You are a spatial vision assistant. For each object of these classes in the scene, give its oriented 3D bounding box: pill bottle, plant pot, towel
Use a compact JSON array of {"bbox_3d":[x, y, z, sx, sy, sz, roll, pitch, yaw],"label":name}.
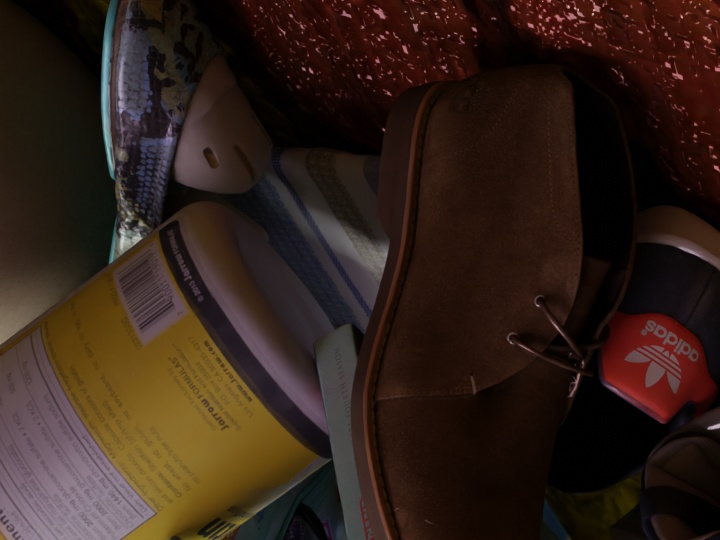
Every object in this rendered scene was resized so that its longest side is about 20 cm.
[{"bbox_3d":[-0.104,0.072,0.851,0.112,0.200,0.112,52,-171,-11],"label":"pill bottle"},{"bbox_3d":[-0.174,-0.035,0.963,0.134,0.201,0.200,10,168,-24],"label":"plant pot"},{"bbox_3d":[0.000,0.000,0.936,0.200,0.024,0.147,7,139,49],"label":"towel"}]

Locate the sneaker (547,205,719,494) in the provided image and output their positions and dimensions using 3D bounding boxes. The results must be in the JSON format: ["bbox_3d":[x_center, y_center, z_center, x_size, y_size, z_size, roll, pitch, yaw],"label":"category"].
[{"bbox_3d":[0.073,0.051,0.809,0.075,0.085,0.200,31,151,0],"label":"sneaker"}]

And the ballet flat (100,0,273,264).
[{"bbox_3d":[-0.068,-0.035,0.896,0.074,0.074,0.200,30,140,22],"label":"ballet flat"}]

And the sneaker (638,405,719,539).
[{"bbox_3d":[0.134,0.129,0.759,0.146,0.077,0.202,25,119,-23],"label":"sneaker"}]

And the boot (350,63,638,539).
[{"bbox_3d":[0.047,0.026,0.715,0.075,0.200,0.074,-11,160,39],"label":"boot"}]

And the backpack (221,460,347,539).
[{"bbox_3d":[-0.094,0.114,1.006,0.176,0.200,0.154,5,114,18],"label":"backpack"}]

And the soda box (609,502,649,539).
[{"bbox_3d":[0.156,0.173,0.888,0.063,0.068,0.200,17,129,41],"label":"soda box"}]

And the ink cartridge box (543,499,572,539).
[{"bbox_3d":[0.076,0.190,1.022,0.147,0.086,0.200,57,173,40],"label":"ink cartridge box"}]

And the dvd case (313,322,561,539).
[{"bbox_3d":[0.051,0.127,0.810,0.200,0.022,0.146,46,-158,-38],"label":"dvd case"}]
